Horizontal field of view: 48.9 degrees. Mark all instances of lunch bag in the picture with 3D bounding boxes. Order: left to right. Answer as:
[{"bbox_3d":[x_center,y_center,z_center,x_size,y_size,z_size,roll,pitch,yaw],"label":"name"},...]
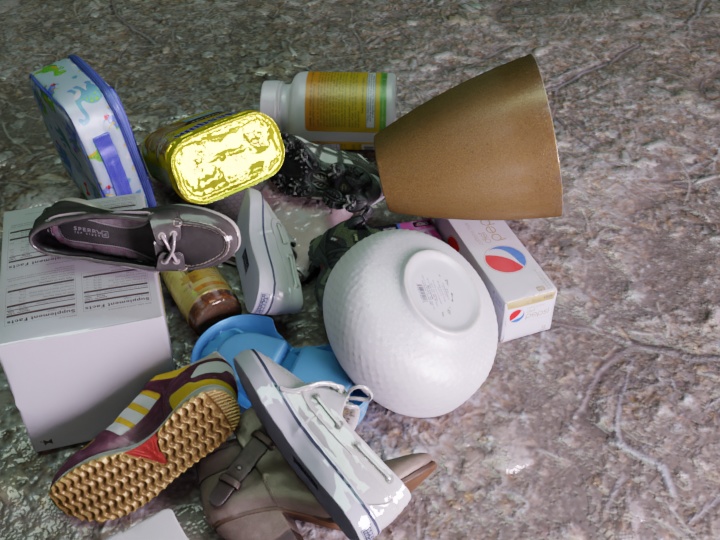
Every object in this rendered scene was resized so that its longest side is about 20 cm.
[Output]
[{"bbox_3d":[-0.340,-0.161,1.024,0.082,0.202,0.160,-31,47,-21],"label":"lunch bag"}]

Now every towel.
[{"bbox_3d":[-0.114,-0.075,1.053,0.188,0.033,0.201,16,45,17],"label":"towel"}]

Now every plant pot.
[{"bbox_3d":[0.121,-0.135,0.933,0.197,0.188,0.188,-12,40,9],"label":"plant pot"}]

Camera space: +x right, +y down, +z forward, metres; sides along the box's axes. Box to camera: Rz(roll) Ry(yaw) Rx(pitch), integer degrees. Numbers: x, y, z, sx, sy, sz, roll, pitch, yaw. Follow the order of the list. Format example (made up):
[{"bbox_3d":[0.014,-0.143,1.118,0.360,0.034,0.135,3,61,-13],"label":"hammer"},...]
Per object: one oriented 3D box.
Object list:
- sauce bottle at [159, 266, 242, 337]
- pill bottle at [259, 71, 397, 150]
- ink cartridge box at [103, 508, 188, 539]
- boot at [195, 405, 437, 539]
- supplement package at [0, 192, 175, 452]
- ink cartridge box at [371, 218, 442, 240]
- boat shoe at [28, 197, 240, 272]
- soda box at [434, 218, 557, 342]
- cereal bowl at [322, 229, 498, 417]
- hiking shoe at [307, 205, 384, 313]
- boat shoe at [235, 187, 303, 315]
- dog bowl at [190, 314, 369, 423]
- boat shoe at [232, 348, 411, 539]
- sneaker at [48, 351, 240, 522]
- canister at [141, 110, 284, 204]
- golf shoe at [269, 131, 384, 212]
[{"bbox_3d":[-0.207,0.000,0.942,0.065,0.067,0.200,-23,47,-24],"label":"sauce bottle"},{"bbox_3d":[-0.045,-0.237,1.174,0.196,0.112,0.112,2,41,3],"label":"pill bottle"},{"bbox_3d":[-0.211,0.289,0.610,0.198,0.069,0.116,-25,47,-25],"label":"ink cartridge box"},{"bbox_3d":[-0.049,0.177,0.721,0.198,0.071,0.147,-30,60,-16],"label":"boot"},{"bbox_3d":[-0.278,0.048,0.820,0.148,0.153,0.201,-10,42,-14],"label":"supplement package"},{"bbox_3d":[0.070,0.015,0.947,0.093,0.037,0.201,-9,44,-10],"label":"ink cartridge box"},{"bbox_3d":[-0.212,-0.026,0.741,0.196,0.068,0.057,6,29,10],"label":"boat shoe"},{"bbox_3d":[0.155,-0.010,0.950,0.067,0.064,0.201,-13,43,-14],"label":"soda box"},{"bbox_3d":[0.064,0.041,0.810,0.197,0.083,0.203,17,54,-24],"label":"cereal bowl"},{"bbox_3d":[0.000,0.000,0.901,0.100,0.075,0.201,-42,39,16],"label":"hiking shoe"},{"bbox_3d":[-0.108,-0.020,0.934,0.064,0.074,0.202,10,42,-23],"label":"boat shoe"},{"bbox_3d":[-0.079,0.113,0.824,0.197,0.050,0.112,12,43,15],"label":"dog bowl"},{"bbox_3d":[-0.027,0.129,0.676,0.085,0.075,0.202,-31,55,-21],"label":"boat shoe"},{"bbox_3d":[-0.198,0.154,0.740,0.198,0.075,0.090,-31,28,3],"label":"sneaker"},{"bbox_3d":[-0.204,-0.158,1.054,0.147,0.088,0.199,-26,22,-20],"label":"canister"},{"bbox_3d":[-0.044,-0.128,1.049,0.199,0.079,0.094,31,25,32],"label":"golf shoe"}]
